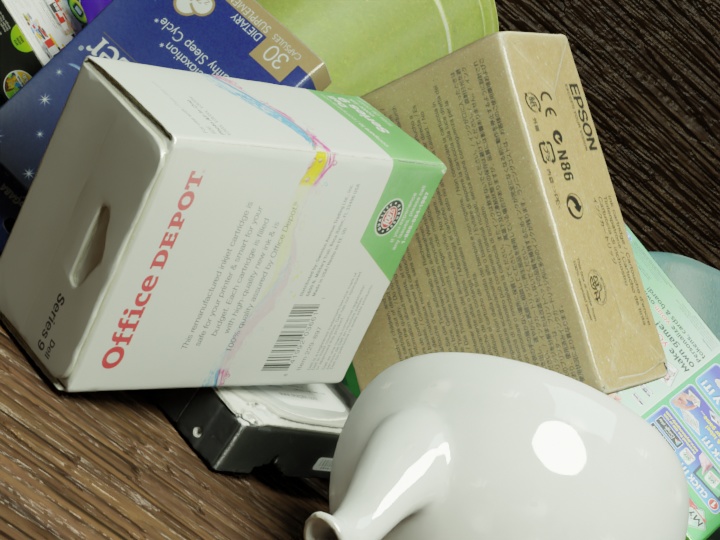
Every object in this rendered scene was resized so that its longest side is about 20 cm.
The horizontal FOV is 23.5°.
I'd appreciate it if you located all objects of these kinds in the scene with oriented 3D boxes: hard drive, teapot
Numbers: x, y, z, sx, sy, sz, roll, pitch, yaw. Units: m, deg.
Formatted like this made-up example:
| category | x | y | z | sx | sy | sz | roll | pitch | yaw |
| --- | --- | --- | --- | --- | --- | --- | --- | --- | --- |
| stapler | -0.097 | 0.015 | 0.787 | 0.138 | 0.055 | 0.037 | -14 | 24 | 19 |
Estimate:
| category | x | y | z | sx | sy | sz | roll | pitch | yaw |
| --- | --- | --- | --- | --- | --- | --- | --- | --- | --- |
| hard drive | -0.086 | 0.043 | 1.013 | 0.139 | 0.038 | 0.200 | 15 | 24 | -51 |
| teapot | 0.066 | 0.147 | 0.870 | 0.199 | 0.147 | 0.198 | 21 | -27 | -2 |

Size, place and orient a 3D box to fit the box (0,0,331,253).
| category | x | y | z | sx | sy | sz | roll | pitch | yaw |
| --- | --- | --- | --- | --- | --- | --- | --- | --- | --- |
| box | -0.128 | -0.079 | 0.967 | 0.121 | 0.200 | 0.032 | 42 | -7 | 17 |

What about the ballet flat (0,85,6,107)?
| category | x | y | z | sx | sy | sz | roll | pitch | yaw |
| --- | --- | --- | --- | --- | --- | --- | --- | --- | --- |
| ballet flat | -0.219 | -0.075 | 1.070 | 0.069 | 0.070 | 0.200 | 45 | 6 | 34 |

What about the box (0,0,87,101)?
| category | x | y | z | sx | sy | sz | roll | pitch | yaw |
| --- | --- | --- | --- | --- | --- | --- | --- | --- | --- |
| box | -0.195 | -0.143 | 1.047 | 0.201 | 0.035 | 0.110 | 59 | 18 | -9 |

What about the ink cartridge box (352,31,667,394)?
| category | x | y | z | sx | sy | sz | roll | pitch | yaw |
| --- | --- | --- | --- | --- | --- | --- | --- | --- | --- |
| ink cartridge box | 0.062 | -0.012 | 0.970 | 0.075 | 0.164 | 0.201 | -9 | 81 | -50 |

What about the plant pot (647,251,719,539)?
| category | x | y | z | sx | sy | sz | roll | pitch | yaw |
| --- | --- | --- | --- | --- | --- | --- | --- | --- | --- |
| plant pot | 0.164 | 0.091 | 1.233 | 0.200 | 0.195 | 0.197 | 29 | 54 | -48 |

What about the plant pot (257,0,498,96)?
| category | x | y | z | sx | sy | sz | roll | pitch | yaw |
| --- | --- | --- | --- | --- | --- | --- | --- | --- | --- |
| plant pot | -0.036 | -0.136 | 1.150 | 0.200 | 0.200 | 0.190 | 41 | 38 | 5 |

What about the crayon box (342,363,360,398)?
| category | x | y | z | sx | sy | sz | roll | pitch | yaw |
| --- | --- | --- | --- | --- | --- | --- | --- | --- | --- |
| crayon box | 0.018 | 0.096 | 1.276 | 0.200 | 0.052 | 0.126 | 43 | 7 | 13 |

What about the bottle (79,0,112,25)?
| category | x | y | z | sx | sy | sz | roll | pitch | yaw |
| --- | --- | --- | --- | --- | --- | --- | --- | --- | --- |
| bottle | -0.115 | -0.093 | 1.031 | 0.083 | 0.065 | 0.201 | 6 | 57 | -65 |

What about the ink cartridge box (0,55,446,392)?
| category | x | y | z | sx | sy | sz | roll | pitch | yaw |
| --- | --- | --- | --- | --- | --- | --- | --- | --- | --- |
| ink cartridge box | -0.072 | -0.020 | 0.896 | 0.199 | 0.146 | 0.087 | 0 | 34 | -49 |

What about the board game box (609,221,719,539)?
| category | x | y | z | sx | sy | sz | roll | pitch | yaw |
| --- | --- | --- | --- | --- | --- | --- | --- | --- | --- |
| board game box | 0.178 | 0.068 | 1.101 | 0.134 | 0.029 | 0.200 | -30 | 78 | -39 |
